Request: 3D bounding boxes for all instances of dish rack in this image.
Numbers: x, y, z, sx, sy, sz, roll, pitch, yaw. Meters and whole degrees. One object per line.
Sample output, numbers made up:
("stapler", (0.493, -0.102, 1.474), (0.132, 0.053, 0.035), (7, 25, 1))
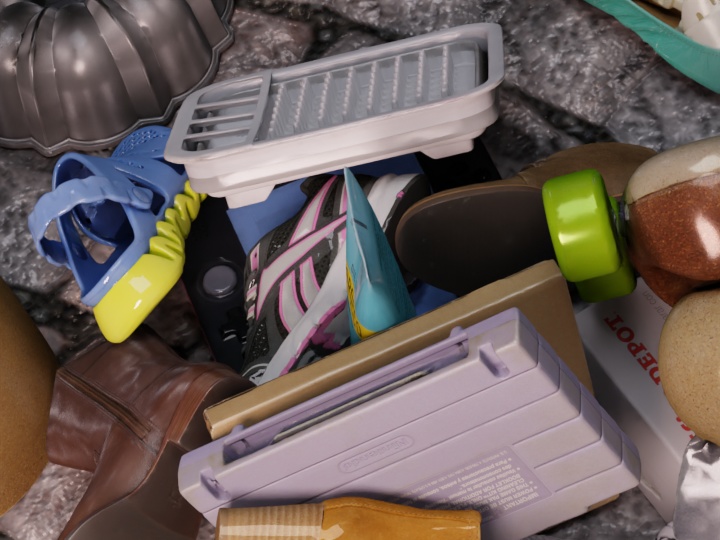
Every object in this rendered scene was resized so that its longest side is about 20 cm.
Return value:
("dish rack", (-0.009, -0.089, 1.640), (0.199, 0.044, 0.172), (-14, 17, 7))

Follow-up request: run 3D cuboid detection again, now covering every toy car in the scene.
("toy car", (0.197, 0.038, 1.429), (0.163, 0.158, 0.201), (-14, 79, 9))

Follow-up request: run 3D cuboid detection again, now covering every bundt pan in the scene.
("bundt pan", (-0.183, -0.174, 1.792), (0.200, 0.076, 0.203), (-5, 51, 7))

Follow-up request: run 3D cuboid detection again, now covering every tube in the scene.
("tube", (0.015, 0.038, 1.503), (0.050, 0.201, 0.078), (-16, 49, -2))

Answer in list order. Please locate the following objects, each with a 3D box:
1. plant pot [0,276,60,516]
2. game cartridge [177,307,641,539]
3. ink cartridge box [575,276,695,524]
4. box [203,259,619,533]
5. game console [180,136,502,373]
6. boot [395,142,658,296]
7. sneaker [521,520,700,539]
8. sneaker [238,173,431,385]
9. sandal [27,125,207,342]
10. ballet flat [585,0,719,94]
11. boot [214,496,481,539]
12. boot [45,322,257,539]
("plant pot", (-0.276, 0.029, 1.571), (0.185, 0.201, 0.187), (-5, 52, 6))
("game cartridge", (0.025, 0.100, 1.404), (0.199, 0.130, 0.039), (-25, 44, 22))
("ink cartridge box", (0.233, 0.049, 1.525), (0.199, 0.086, 0.147), (-29, 52, -12))
("box", (0.031, 0.098, 1.479), (0.199, 0.164, 0.021), (-23, 37, -8))
("game console", (0.000, 0.000, 1.646), (0.199, 0.031, 0.177), (-22, 51, -5))
("boot", (0.105, -0.032, 1.611), (0.199, 0.074, 0.076), (-5, 36, -22))
("sneaker", (0.143, 0.194, 1.438), (0.199, 0.075, 0.115), (-5, 52, 14))
("sneaker", (-0.034, 0.024, 1.588), (0.086, 0.081, 0.200), (12, 51, 29))
("sandal", (-0.141, -0.041, 1.633), (0.079, 0.087, 0.200), (-45, 15, 18))
("ballet flat", (0.195, -0.166, 1.711), (0.067, 0.071, 0.200), (-41, 56, -21))
("boot", (-0.009, 0.208, 1.409), (0.143, 0.202, 0.071), (6, 22, -5))
("boot", (-0.145, 0.115, 1.534), (0.187, 0.064, 0.200), (-50, 25, -11))
